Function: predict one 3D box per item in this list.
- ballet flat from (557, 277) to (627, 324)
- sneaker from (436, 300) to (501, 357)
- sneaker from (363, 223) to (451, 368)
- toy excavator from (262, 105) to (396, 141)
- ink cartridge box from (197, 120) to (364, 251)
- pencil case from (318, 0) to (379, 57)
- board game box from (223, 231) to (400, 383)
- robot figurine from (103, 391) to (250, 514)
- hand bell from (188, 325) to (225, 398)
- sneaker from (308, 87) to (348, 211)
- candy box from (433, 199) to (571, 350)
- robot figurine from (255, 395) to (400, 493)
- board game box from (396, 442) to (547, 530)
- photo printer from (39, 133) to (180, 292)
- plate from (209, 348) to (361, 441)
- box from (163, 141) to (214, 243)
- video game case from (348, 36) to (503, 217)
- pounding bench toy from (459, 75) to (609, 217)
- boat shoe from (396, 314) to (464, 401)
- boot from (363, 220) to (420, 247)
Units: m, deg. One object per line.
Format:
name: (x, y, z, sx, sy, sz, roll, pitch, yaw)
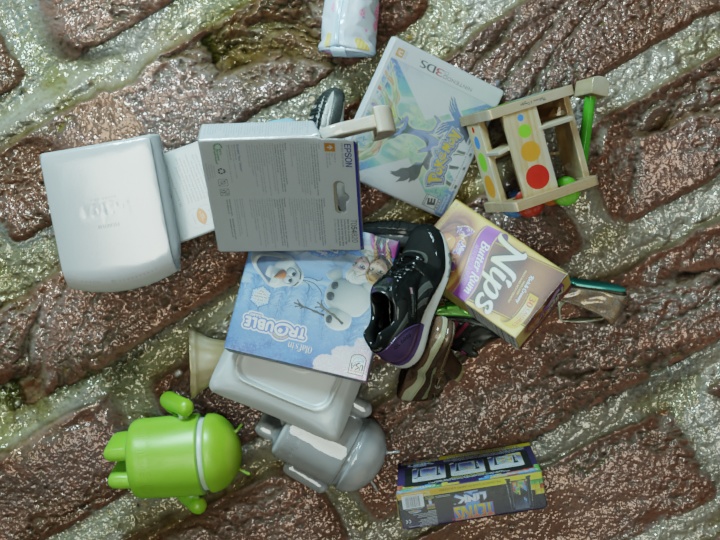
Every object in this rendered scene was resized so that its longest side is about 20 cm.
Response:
ballet flat: (0.277, 0.036, 1.631, 0.200, 0.068, 0.067, 14, 104, 3)
sneaker: (0.135, 0.085, 1.638, 0.200, 0.077, 0.084, -3, 98, 7)
sneaker: (0.059, 0.022, 1.514, 0.076, 0.088, 0.200, -3, 65, 40)
toy excavator: (-0.076, -0.165, 1.528, 0.194, 0.200, 0.100, -9, 86, -32)
ink cartridge box: (-0.097, -0.105, 1.484, 0.200, 0.041, 0.200, 1, 136, 3)
pencil case: (-0.009, -0.392, 1.585, 0.083, 0.091, 0.200, 6, 97, 2)
board game box: (-0.064, 0.035, 1.569, 0.200, 0.043, 0.199, 12, 81, 6)
robot figurine: (-0.262, 0.266, 1.655, 0.200, 0.116, 0.176, -6, 102, 3)
hand bell: (-0.147, 0.128, 1.663, 0.200, 0.104, 0.104, -2, 96, -10)
sneaker: (-0.037, -0.158, 1.631, 0.080, 0.074, 0.200, 4, 100, -15)
candy box: (0.175, 0.004, 1.582, 0.200, 0.056, 0.117, 36, 81, 25)
robot figurine: (-0.048, 0.242, 1.644, 0.200, 0.113, 0.170, 27, 117, 0)
board game box: (0.151, 0.300, 1.614, 0.200, 0.165, 0.057, -9, 93, 4)
photo printer: (-0.332, -0.072, 1.547, 0.166, 0.069, 0.200, -9, 96, 3)
plate: (-0.086, 0.109, 1.594, 0.200, 0.032, 0.200, 22, 80, 8)
box: (-0.274, -0.097, 1.626, 0.200, 0.097, 0.124, -20, 95, 4)
video game case: (0.081, -0.196, 1.605, 0.182, 0.022, 0.200, 22, 97, -21)
pounding bench toy: (0.264, -0.167, 1.575, 0.200, 0.124, 0.156, -19, 97, -12)
boat shoe: (0.109, 0.124, 1.600, 0.075, 0.202, 0.075, 14, 61, -6)
boot: (0.000, 0.000, 1.646, 0.200, 0.070, 0.132, -5, 99, 14)
